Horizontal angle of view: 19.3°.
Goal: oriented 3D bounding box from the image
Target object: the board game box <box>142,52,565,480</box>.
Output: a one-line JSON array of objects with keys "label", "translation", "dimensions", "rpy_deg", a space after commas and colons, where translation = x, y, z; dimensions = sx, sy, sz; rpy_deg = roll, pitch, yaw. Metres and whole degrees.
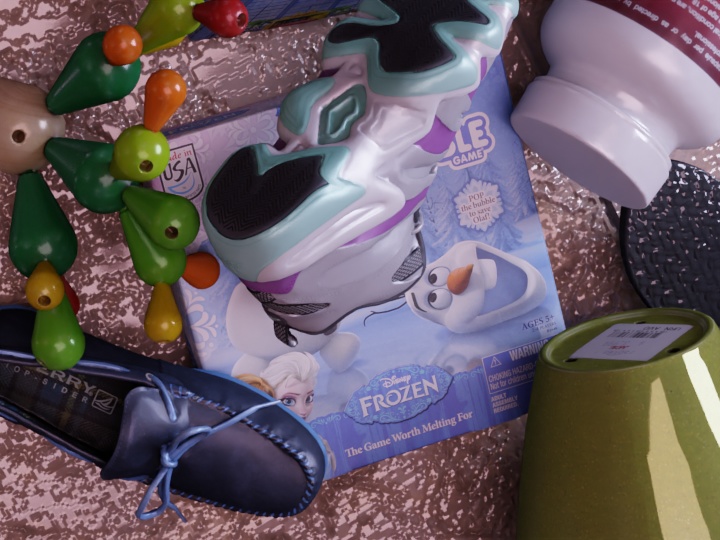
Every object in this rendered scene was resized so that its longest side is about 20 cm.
[{"label": "board game box", "translation": [0.000, 0.000, 1.125], "dimensions": [0.199, 0.043, 0.201], "rpy_deg": [-17, 102, -11]}]

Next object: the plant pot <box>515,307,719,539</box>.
[{"label": "plant pot", "translation": [0.155, 0.129, 1.105], "dimensions": [0.186, 0.187, 0.202], "rpy_deg": [-16, 105, -11]}]

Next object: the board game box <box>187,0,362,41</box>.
[{"label": "board game box", "translation": [0.017, -0.178, 1.016], "dimensions": [0.198, 0.200, 0.062], "rpy_deg": [-12, 85, -11]}]

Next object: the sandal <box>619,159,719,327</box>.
[{"label": "sandal", "translation": [0.201, 0.013, 1.181], "dimensions": [0.075, 0.048, 0.200], "rpy_deg": [-47, 119, -4]}]

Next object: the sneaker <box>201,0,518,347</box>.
[{"label": "sneaker", "translation": [0.013, -0.048, 1.050], "dimensions": [0.200, 0.078, 0.140], "rpy_deg": [-44, 143, -14]}]

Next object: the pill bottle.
[{"label": "pill bottle", "translation": [0.165, -0.138, 1.097], "dimensions": [0.113, 0.113, 0.201], "rpy_deg": [36, 82, -16]}]

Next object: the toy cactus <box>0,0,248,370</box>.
[{"label": "toy cactus", "translation": [-0.135, -0.059, 1.039], "dimensions": [0.102, 0.164, 0.201], "rpy_deg": [-15, 127, -55]}]

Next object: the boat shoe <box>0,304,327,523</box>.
[{"label": "boat shoe", "translation": [-0.117, 0.085, 1.072], "dimensions": [0.198, 0.069, 0.085], "rpy_deg": [16, 108, 3]}]

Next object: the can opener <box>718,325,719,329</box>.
[{"label": "can opener", "translation": [0.282, 0.059, 1.176], "dimensions": [0.198, 0.053, 0.067], "rpy_deg": [-5, 108, -23]}]
